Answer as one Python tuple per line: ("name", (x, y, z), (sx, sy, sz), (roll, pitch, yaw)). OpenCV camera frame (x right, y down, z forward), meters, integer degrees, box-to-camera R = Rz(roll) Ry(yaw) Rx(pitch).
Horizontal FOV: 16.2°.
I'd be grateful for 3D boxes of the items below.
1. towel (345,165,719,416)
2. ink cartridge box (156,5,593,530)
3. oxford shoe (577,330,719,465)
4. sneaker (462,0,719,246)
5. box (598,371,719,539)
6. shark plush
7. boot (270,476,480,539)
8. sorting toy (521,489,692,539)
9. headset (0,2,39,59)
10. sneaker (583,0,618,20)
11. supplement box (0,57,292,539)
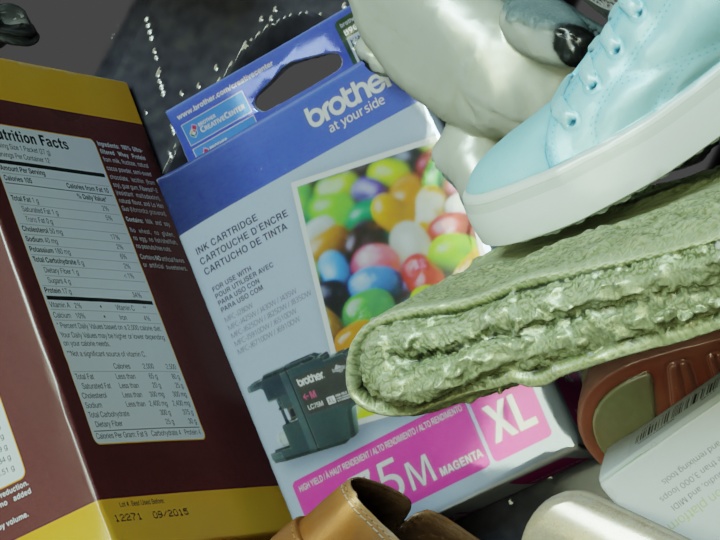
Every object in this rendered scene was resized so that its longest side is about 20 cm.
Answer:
("towel", (0.103, -0.008, 0.805), (0.200, 0.148, 0.036), (-19, 96, 31))
("ink cartridge box", (0.000, 0.000, 0.952), (0.119, 0.042, 0.200), (-28, 74, 22))
("oxford shoe", (0.168, 0.009, 0.851), (0.200, 0.074, 0.071), (-13, 122, 9))
("sneaker", (0.104, -0.088, 0.806), (0.200, 0.074, 0.082), (-35, 96, 12))
("box", (0.194, 0.098, 0.809), (0.144, 0.036, 0.200), (-38, 98, 20))
("shark plush", (0.035, -0.092, 0.923), (0.200, 0.083, 0.091), (35, 130, 31))
("boot", (-0.051, 0.128, 0.891), (0.155, 0.200, 0.074), (-46, 46, 24))
("sorting toy", (0.126, 0.184, 0.827), (0.185, 0.036, 0.200), (24, 135, 25))
("headset", (-0.213, -0.094, 1.032), (0.200, 0.094, 0.124), (0, 88, 38))
("sneaker", (0.125, -0.091, 0.869), (0.200, 0.082, 0.075), (28, 100, 25))
("supplement box", (-0.168, 0.049, 0.980), (0.197, 0.133, 0.200), (-26, 76, 23))
